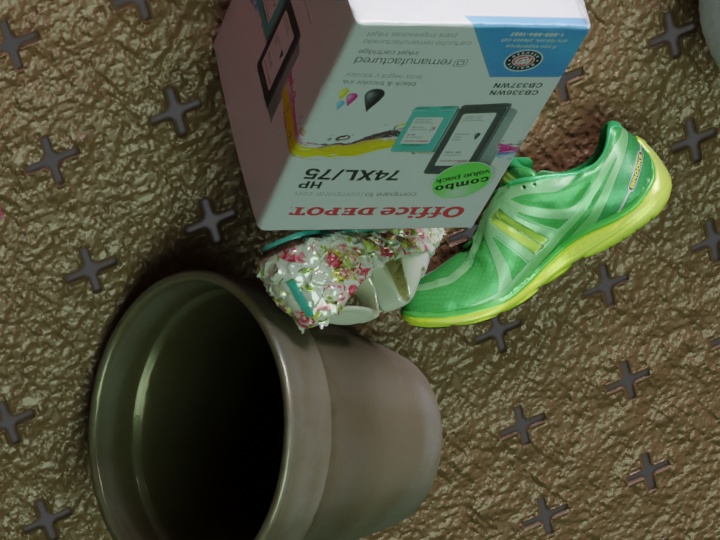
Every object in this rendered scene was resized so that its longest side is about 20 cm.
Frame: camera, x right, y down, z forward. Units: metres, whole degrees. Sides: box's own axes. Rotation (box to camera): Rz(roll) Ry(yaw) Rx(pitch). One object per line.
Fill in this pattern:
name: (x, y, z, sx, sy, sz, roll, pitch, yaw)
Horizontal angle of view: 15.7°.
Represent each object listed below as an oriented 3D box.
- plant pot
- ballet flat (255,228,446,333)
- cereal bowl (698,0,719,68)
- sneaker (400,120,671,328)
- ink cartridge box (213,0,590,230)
plant pot: (-0.049, 0.105, 1.674, 0.173, 0.200, 0.200, 5, 116, -44)
ballet flat: (0.000, 0.000, 1.638, 0.076, 0.200, 0.064, -25, 86, 32)
cereal bowl: (0.301, -0.199, 1.687, 0.200, 0.083, 0.200, -16, 133, -18)
sneaker: (0.107, -0.030, 1.728, 0.200, 0.074, 0.084, -33, 99, 1)
ink cartridge box: (0.018, -0.137, 1.534, 0.146, 0.146, 0.200, -1, 147, -22)
